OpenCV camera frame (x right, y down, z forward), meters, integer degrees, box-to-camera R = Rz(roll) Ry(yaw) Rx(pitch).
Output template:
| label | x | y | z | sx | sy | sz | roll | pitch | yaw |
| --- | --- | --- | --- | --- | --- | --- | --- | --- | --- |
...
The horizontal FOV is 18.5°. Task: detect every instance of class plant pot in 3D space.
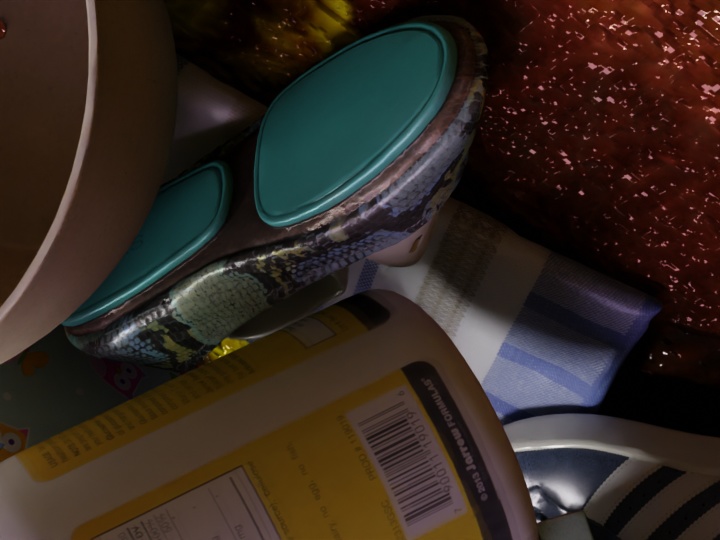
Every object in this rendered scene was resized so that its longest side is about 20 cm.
| label | x | y | z | sx | sy | sz | roll | pitch | yaw |
| --- | --- | --- | --- | --- | --- | --- | --- | --- | --- |
| plant pot | -0.135 | -0.055 | 0.690 | 0.200 | 0.201 | 0.134 | 18 | -175 | 23 |

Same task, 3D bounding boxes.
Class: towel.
| label | x | y | z | sx | sy | sz | roll | pitch | yaw |
| --- | --- | --- | --- | --- | --- | --- | --- | --- | --- |
| towel | 0.000 | 0.000 | 0.795 | 0.200 | 0.024 | 0.147 | 26 | 150 | 5 |

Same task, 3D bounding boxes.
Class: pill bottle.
| label | x | y | z | sx | sy | sz | roll | pitch | yaw |
| --- | --- | --- | --- | --- | --- | --- | --- | --- | --- |
| pill bottle | -0.054 | 0.093 | 0.687 | 0.112 | 0.200 | 0.112 | 57 | 164 | 27 |

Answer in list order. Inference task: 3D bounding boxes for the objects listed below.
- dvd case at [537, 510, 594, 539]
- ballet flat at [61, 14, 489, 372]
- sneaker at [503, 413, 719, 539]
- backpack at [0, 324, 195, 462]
| label | x | y | z | sx | sy | sz | roll | pitch | yaw |
| --- | --- | --- | --- | --- | --- | --- | --- | --- | --- |
| dvd case | 0.069 | 0.172 | 0.775 | 0.200 | 0.022 | 0.146 | 114 | 140 | -72 |
| ballet flat | -0.017 | -0.019 | 0.712 | 0.200 | 0.074 | 0.074 | -25 | 121 | 40 |
| sneaker | 0.111 | 0.105 | 0.767 | 0.200 | 0.085 | 0.075 | 1 | 149 | 34 |
| backpack | -0.148 | 0.067 | 0.814 | 0.176 | 0.200 | 0.153 | 17 | 128 | -25 |
